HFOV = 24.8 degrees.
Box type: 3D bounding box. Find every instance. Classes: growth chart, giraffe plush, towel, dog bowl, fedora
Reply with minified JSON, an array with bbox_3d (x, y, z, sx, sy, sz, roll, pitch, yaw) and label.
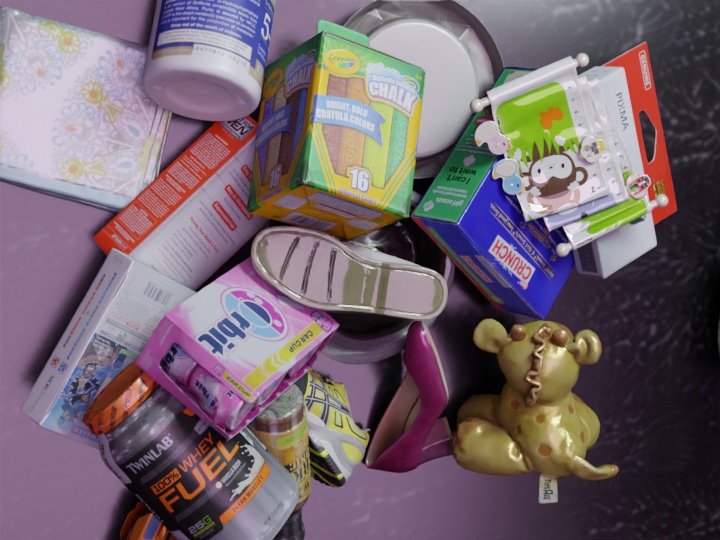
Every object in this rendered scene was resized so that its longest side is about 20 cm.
[{"bbox_3d":[0.202,-0.112,1.619,0.144,0.018,0.201,-31,110,0],"label":"growth chart"},{"bbox_3d":[0.178,0.122,1.684,0.171,0.200,0.164,-6,109,-9],"label":"giraffe plush"},{"bbox_3d":[-0.290,-0.158,1.658,0.198,0.048,0.173,14,87,-13],"label":"towel"},{"bbox_3d":[0.051,-0.191,1.723,0.198,0.059,0.202,-1,93,-12],"label":"dog bowl"},{"bbox_3d":[0.000,0.000,1.706,0.200,0.090,0.177,-39,102,-16],"label":"fedora"}]

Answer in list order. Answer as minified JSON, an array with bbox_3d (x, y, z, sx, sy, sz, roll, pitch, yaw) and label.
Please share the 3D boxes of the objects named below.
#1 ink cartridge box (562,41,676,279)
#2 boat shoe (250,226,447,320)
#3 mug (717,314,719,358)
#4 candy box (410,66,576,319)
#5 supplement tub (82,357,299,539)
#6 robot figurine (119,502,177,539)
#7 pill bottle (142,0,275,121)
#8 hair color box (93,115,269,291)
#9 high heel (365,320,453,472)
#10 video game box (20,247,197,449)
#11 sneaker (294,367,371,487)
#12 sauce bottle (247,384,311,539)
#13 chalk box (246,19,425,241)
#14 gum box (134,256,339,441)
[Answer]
[{"bbox_3d":[0.276,-0.117,1.707,0.173,0.043,0.202,-29,114,-33],"label":"ink cartridge box"},{"bbox_3d":[-0.016,0.007,1.616,0.198,0.068,0.075,18,89,-9],"label":"boat shoe"},{"bbox_3d":[0.486,0.046,1.800,0.199,0.147,0.177,15,99,-43],"label":"mug"},{"bbox_3d":[0.169,-0.080,1.697,0.169,0.077,0.201,46,67,-35],"label":"candy box"},{"bbox_3d":[-0.163,0.180,1.557,0.123,0.122,0.200,-44,103,-7],"label":"supplement tub"},{"bbox_3d":[-0.179,0.244,1.673,0.145,0.058,0.201,18,97,-51],"label":"robot figurine"},{"bbox_3d":[-0.144,-0.263,1.627,0.119,0.120,0.202,12,70,-13],"label":"pill bottle"},{"bbox_3d":[-0.162,-0.059,1.661,0.200,0.061,0.102,-43,137,-7],"label":"hair color box"},{"bbox_3d":[0.041,0.134,1.697,0.095,0.068,0.201,-13,138,-3],"label":"high heel"},{"bbox_3d":[-0.216,0.097,1.632,0.200,0.047,0.183,32,85,-48],"label":"video game box"},{"bbox_3d":[-0.061,0.132,1.709,0.076,0.075,0.201,-47,120,-31],"label":"sneaker"},{"bbox_3d":[-0.082,0.203,1.674,0.064,0.065,0.201,-13,130,-11],"label":"sauce bottle"},{"bbox_3d":[-0.021,-0.149,1.592,0.124,0.124,0.202,15,73,-28],"label":"chalk box"},{"bbox_3d":[-0.115,0.071,1.547,0.113,0.200,0.066,39,118,7],"label":"gum box"}]
